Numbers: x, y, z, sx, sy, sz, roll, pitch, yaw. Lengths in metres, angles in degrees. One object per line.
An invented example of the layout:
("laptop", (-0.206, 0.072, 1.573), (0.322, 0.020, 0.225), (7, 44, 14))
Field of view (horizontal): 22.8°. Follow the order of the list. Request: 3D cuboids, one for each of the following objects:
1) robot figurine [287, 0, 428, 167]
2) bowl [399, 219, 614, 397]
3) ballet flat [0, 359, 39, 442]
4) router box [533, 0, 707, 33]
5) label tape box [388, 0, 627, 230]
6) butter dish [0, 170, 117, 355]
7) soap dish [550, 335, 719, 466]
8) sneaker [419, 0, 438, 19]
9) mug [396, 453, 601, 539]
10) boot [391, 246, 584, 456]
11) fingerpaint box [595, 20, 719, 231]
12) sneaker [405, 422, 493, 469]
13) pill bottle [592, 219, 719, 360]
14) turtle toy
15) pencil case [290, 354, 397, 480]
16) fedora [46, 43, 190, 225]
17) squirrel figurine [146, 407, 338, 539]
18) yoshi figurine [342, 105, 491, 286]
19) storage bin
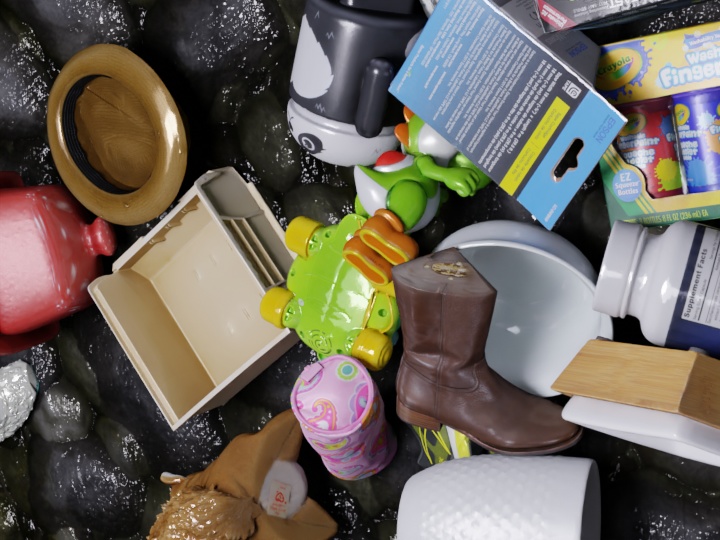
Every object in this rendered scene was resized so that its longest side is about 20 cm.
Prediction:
("robot figurine", (-0.004, -0.199, 1.703), (0.125, 0.150, 0.200), (21, 115, 18))
("bowl", (0.141, 0.020, 1.653), (0.201, 0.090, 0.201), (9, 135, 9))
("ballet flat", (-0.457, 0.185, 2.133), (0.200, 0.072, 0.072), (-46, 74, 31))
("router box", (0.264, -0.253, 1.497), (0.200, 0.150, 0.062), (-11, 94, 36))
("label tape box", (0.140, -0.157, 1.577), (0.200, 0.063, 0.144), (42, 131, 12))
("butter dish", (-0.339, -0.023, 1.959), (0.148, 0.200, 0.200), (-13, 93, 12))
("soap dish", (0.280, 0.116, 1.529), (0.200, 0.157, 0.081), (5, 77, 65))
("sneaker", (0.123, -0.227, 1.652), (0.082, 0.073, 0.200), (-32, 92, 31))
("mug", (0.134, 0.258, 1.690), (0.175, 0.200, 0.148), (2, 59, 15))
("boot", (0.117, 0.072, 1.610), (0.186, 0.064, 0.200), (8, 131, 8))
("fingerpaint box", (0.304, -0.130, 1.542), (0.200, 0.073, 0.167), (-7, 96, 35))
("sneaker", (0.072, 0.116, 1.752), (0.085, 0.074, 0.200), (-10, 94, 36))
("pill bottle", (0.304, 0.021, 1.519), (0.200, 0.111, 0.111), (16, 110, 11))
("turtle toy", (0.000, 0.000, 1.746), (0.146, 0.101, 0.200), (25, 101, 24))
("pencil case", (-0.016, 0.147, 1.752), (0.087, 0.200, 0.088), (-2, 71, 7))
("fedora", (-0.245, -0.149, 1.906), (0.200, 0.082, 0.201), (8, 104, 33))
("squirrel figurine", (-0.154, 0.248, 1.865), (0.186, 0.200, 0.142), (-12, 103, 48))
("yoshi figurine", (0.070, -0.075, 1.659), (0.112, 0.200, 0.112), (13, 148, 29))
("storage bin", (-0.162, 0.026, 1.881), (0.200, 0.094, 0.199), (-41, 77, 34))
